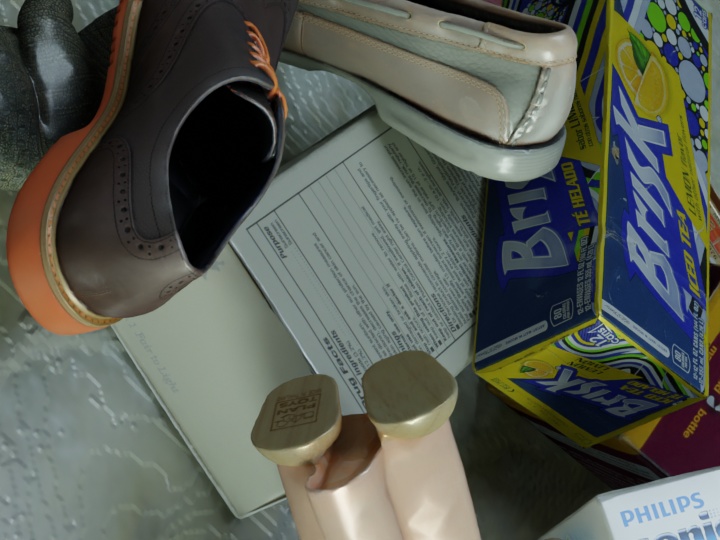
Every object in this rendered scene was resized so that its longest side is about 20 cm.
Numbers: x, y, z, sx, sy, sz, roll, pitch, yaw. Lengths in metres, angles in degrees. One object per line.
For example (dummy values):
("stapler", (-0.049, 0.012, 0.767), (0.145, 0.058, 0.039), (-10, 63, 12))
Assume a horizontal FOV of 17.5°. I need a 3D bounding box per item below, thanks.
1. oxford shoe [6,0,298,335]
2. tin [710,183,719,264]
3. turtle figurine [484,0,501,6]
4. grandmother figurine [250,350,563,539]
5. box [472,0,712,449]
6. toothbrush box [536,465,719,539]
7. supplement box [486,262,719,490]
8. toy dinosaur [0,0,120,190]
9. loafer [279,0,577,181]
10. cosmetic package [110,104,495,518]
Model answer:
("oxford shoe", (-0.048, -0.058, 0.806), (0.071, 0.072, 0.200), (54, 41, -34))
("tin", (0.140, -0.002, 1.099), (0.200, 0.042, 0.112), (58, 42, -5))
("turtle figurine", (0.086, -0.167, 1.032), (0.194, 0.200, 0.144), (-58, 156, -28))
("grandmother figurine", (0.019, 0.128, 0.820), (0.061, 0.121, 0.200), (-71, 146, -57))
("box", (0.095, -0.035, 0.930), (0.070, 0.064, 0.200), (35, 44, -32))
("toothbrush box", (0.129, 0.185, 0.865), (0.086, 0.146, 0.200), (-11, 74, -18))
("supplement box", (0.167, 0.079, 0.996), (0.200, 0.110, 0.086), (39, 81, -27))
("toy dinosaur", (-0.131, -0.066, 0.820), (0.200, 0.077, 0.103), (-16, 91, -57))
("loafer", (0.000, -0.107, 0.906), (0.200, 0.063, 0.072), (31, 36, 21))
("cosmetic package", (0.000, 0.000, 0.909), (0.104, 0.073, 0.200), (58, 38, -4))
